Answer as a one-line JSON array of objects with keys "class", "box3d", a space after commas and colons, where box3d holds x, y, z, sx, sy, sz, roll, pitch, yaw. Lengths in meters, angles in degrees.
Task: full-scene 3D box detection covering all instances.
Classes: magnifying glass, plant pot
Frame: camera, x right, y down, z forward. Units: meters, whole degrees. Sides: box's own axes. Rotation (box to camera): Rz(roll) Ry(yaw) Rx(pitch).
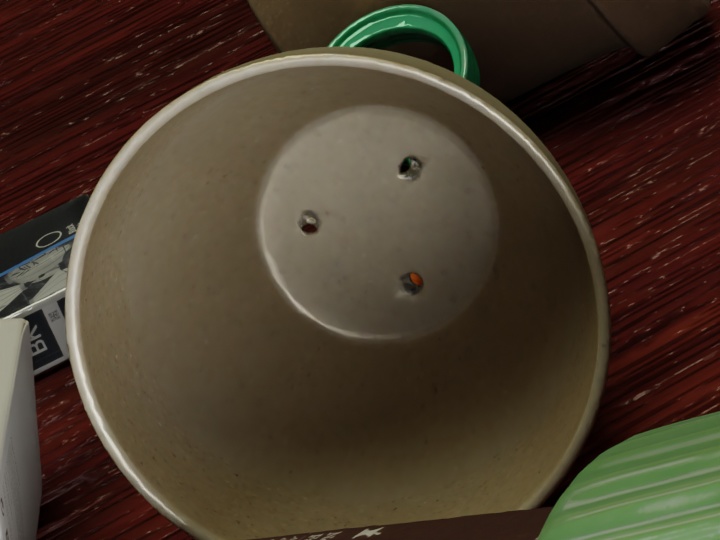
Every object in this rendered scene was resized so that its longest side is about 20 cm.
[{"class": "magnifying glass", "box3d": [0.014, -0.035, 1.223, 0.079, 0.022, 0.201, -14, 53, 18]}, {"class": "plant pot", "box3d": [0.040, -0.151, 1.352, 0.174, 0.200, 0.200, -38, 24, 9]}]

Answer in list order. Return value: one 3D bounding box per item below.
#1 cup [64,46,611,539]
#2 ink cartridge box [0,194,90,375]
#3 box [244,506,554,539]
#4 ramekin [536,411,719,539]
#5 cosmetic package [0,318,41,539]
[{"class": "cup", "box3d": [0.000, 0.000, 1.083, 0.199, 0.201, 0.143, -17, 14, 13]}, {"class": "ink cartridge box", "box3d": [-0.202, 0.035, 1.346, 0.199, 0.039, 0.099, -28, 26, -8]}, {"class": "box", "box3d": [0.001, 0.129, 0.895, 0.199, 0.075, 0.100, -10, 12, 41]}, {"class": "ramekin", "box3d": [0.122, 0.124, 0.721, 0.097, 0.201, 0.200, -14, 26, 36]}, {"class": "cosmetic package", "box3d": [-0.183, 0.089, 1.111, 0.107, 0.085, 0.200, -5, 16, -1]}]
